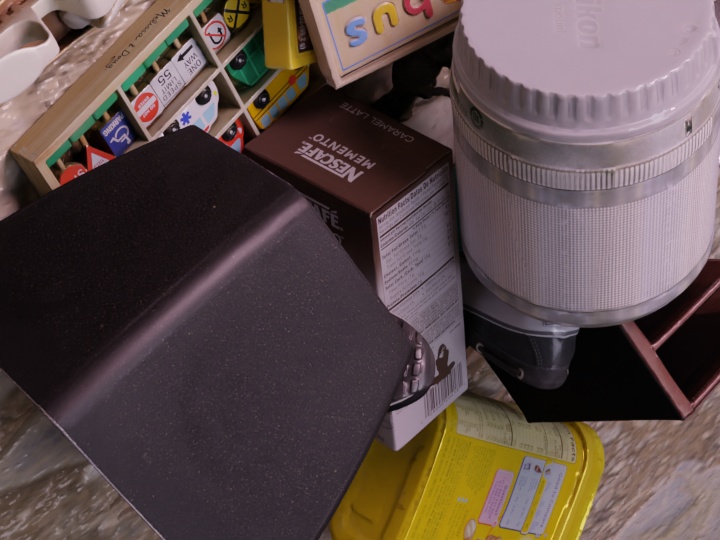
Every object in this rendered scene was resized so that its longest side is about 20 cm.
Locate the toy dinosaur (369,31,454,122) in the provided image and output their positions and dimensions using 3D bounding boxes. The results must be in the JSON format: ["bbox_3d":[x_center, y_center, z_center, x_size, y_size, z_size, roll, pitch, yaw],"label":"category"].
[{"bbox_3d":[0.062,-0.157,1.191,0.087,0.048,0.201,-4,138,-19],"label":"toy dinosaur"}]

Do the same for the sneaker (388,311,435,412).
[{"bbox_3d":[-0.030,0.068,1.168,0.087,0.198,0.077,33,58,-51],"label":"sneaker"}]

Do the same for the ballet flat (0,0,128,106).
[{"bbox_3d":[-0.170,-0.135,1.012,0.200,0.063,0.069,-46,135,-22],"label":"ballet flat"}]

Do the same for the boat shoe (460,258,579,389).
[{"bbox_3d":[0.080,0.029,1.250,0.068,0.200,0.057,-2,103,-24],"label":"boat shoe"}]

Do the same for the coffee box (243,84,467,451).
[{"bbox_3d":[0.000,0.000,1.193,0.080,0.114,0.201,-37,139,-31],"label":"coffee box"}]

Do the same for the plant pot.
[{"bbox_3d":[-0.093,0.040,1.037,0.177,0.200,0.200,-45,127,-11],"label":"plant pot"}]

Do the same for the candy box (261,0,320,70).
[{"bbox_3d":[-0.024,-0.230,1.124,0.102,0.026,0.202,-26,120,-51],"label":"candy box"}]

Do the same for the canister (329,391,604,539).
[{"bbox_3d":[0.081,0.163,1.395,0.199,0.086,0.150,19,93,-47],"label":"canister"}]

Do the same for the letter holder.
[{"bbox_3d":[0.186,0.022,1.299,0.142,0.200,0.101,-41,103,-22],"label":"letter holder"}]

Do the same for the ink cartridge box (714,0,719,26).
[{"bbox_3d":[0.183,-0.199,1.248,0.175,0.199,0.045,-31,128,-32],"label":"ink cartridge box"}]

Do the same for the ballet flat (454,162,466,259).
[{"bbox_3d":[0.115,-0.042,1.278,0.064,0.198,0.068,16,69,-69],"label":"ballet flat"}]

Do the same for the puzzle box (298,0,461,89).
[{"bbox_3d":[0.050,-0.204,1.099,0.199,0.025,0.134,-28,133,-10],"label":"puzzle box"}]

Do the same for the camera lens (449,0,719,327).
[{"bbox_3d":[0.134,-0.078,1.110,0.160,0.159,0.201,-40,145,-26],"label":"camera lens"}]

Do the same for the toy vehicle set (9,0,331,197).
[{"bbox_3d":[-0.108,-0.094,1.123,0.200,0.026,0.125,-49,136,-19],"label":"toy vehicle set"}]
